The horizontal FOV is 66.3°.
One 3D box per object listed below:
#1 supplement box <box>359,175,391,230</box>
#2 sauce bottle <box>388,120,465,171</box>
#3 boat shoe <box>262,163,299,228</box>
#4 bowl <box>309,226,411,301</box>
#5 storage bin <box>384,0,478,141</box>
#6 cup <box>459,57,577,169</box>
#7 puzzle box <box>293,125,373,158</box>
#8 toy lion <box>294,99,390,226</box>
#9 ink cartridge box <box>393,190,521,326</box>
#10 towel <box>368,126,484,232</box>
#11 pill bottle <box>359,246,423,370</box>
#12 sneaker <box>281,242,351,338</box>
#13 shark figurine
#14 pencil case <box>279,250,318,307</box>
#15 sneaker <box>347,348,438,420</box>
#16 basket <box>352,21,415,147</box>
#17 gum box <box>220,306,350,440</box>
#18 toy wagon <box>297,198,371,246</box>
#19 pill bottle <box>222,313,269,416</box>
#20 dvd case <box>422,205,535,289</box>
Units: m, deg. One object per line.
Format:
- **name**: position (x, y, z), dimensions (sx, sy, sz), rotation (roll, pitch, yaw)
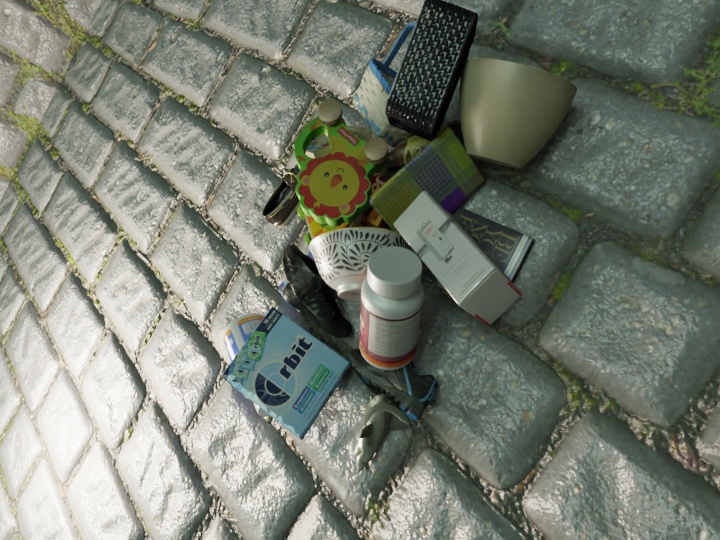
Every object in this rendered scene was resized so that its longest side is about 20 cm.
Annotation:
- **supplement box**: position (0.009, -0.137, 1.127), dimensions (0.198, 0.102, 0.133), rotation (33, 95, 38)
- **sauce bottle**: position (0.116, -0.238, 1.106), dimensions (0.196, 0.064, 0.067), rotation (-15, 67, 34)
- **boat shoe**: position (-0.160, -0.197, 1.297), dimensions (0.072, 0.059, 0.202), rotation (42, 101, 37)
- **bowl**: position (0.000, 0.000, 1.028), dimensions (0.197, 0.199, 0.097), rotation (-12, 68, 32)
- **storage bin**: position (0.124, -0.344, 0.960), dimensions (0.092, 0.135, 0.205), rotation (23, 95, 7)
- **cup**: position (0.251, -0.259, 0.946), dimensions (0.198, 0.198, 0.147), rotation (23, 103, 38)
- **puzzle box**: position (-0.062, -0.272, 1.174), dimensions (0.130, 0.026, 0.200), rotation (-26, 22, -11)
- **toy lion**: position (-0.050, -0.188, 1.021), dimensions (0.199, 0.069, 0.192), rotation (42, 80, 18)
- **ink cartridge box**: position (0.163, -0.020, 0.928), dimensions (0.083, 0.146, 0.201), rotation (-44, 54, 12)
- **towel**: position (0.119, -0.146, 1.007), dimensions (0.199, 0.144, 0.023), rotation (-42, 33, 7)
- **pill bottle**: position (0.052, 0.066, 0.944), dimensions (0.106, 0.204, 0.111), rotation (1, 41, -1)
- **sneaker**: position (-0.084, 0.041, 1.107), dimensions (0.197, 0.060, 0.106), rotation (34, 111, 5)
- **shark figurine**: position (0.047, 0.263, 0.976), dimensions (0.087, 0.217, 0.130), rotation (17, 49, 1)
- **pencil case**: position (-0.087, -0.010, 1.173), dimensions (0.078, 0.087, 0.200), rotation (46, 106, 11)
- **sneaker**: position (0.057, 0.194, 1.021), dimensions (0.198, 0.074, 0.082), rotation (30, 70, 38)
- **basket**: position (0.086, -0.372, 1.114), dimensions (0.201, 0.137, 0.179), rotation (-49, 53, 33)
- **gum box**: position (-0.145, 0.199, 1.086), dimensions (0.198, 0.045, 0.171), rotation (33, 73, 13)
- **toy wagon**: position (-0.063, -0.146, 1.092), dimensions (0.153, 0.039, 0.204), rotation (-33, 60, 25)
- **pill bottle**: position (-0.215, 0.203, 1.178), dimensions (0.112, 0.111, 0.202), rotation (-42, 56, 17)
- **dvd case**: position (0.199, -0.026, 1.007), dimensions (0.198, 0.016, 0.152), rotation (30, 94, 38)
